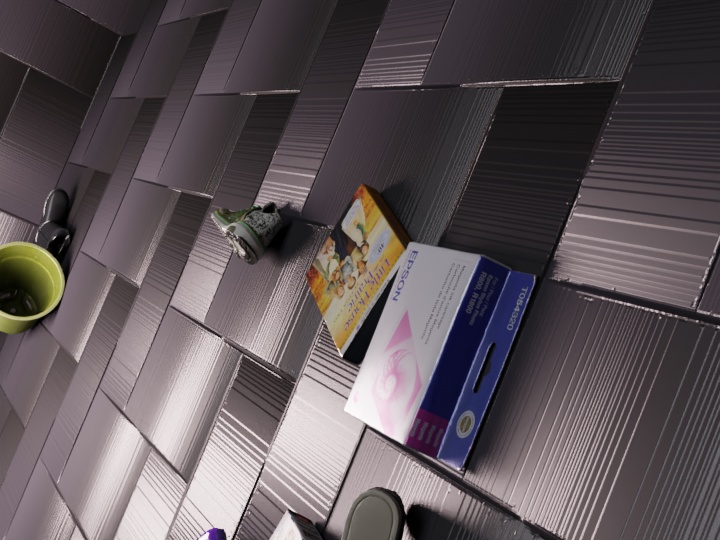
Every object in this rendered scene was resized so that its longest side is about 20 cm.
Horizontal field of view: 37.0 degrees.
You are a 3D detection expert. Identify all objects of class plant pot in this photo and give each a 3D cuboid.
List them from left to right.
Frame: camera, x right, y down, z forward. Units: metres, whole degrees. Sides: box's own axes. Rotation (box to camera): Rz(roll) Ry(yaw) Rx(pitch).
[{"bbox_3d":[-0.833,0.062,2.608,0.190,0.197,0.203,134,149,-56],"label":"plant pot"}]

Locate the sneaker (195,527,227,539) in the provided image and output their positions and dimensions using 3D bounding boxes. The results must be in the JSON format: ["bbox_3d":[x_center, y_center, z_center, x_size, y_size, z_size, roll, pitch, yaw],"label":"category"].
[{"bbox_3d":[-0.238,0.388,1.318,0.201,0.098,0.070,-54,31,24],"label":"sneaker"}]

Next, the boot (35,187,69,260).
[{"bbox_3d":[-0.782,-0.116,2.759,0.200,0.065,0.168,33,106,66],"label":"boot"}]

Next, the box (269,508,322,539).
[{"bbox_3d":[-0.102,0.364,1.129,0.202,0.034,0.110,-59,20,2],"label":"box"}]

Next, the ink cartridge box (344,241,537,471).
[{"bbox_3d":[0.072,0.076,1.071,0.199,0.043,0.199,12,79,64],"label":"ink cartridge box"}]

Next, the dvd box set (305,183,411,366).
[{"bbox_3d":[0.000,0.000,1.276,0.147,0.029,0.201,-57,27,17],"label":"dvd box set"}]

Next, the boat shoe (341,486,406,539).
[{"bbox_3d":[-0.003,0.304,1.029,0.203,0.072,0.063,-70,-16,3],"label":"boat shoe"}]

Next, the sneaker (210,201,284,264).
[{"bbox_3d":[-0.161,-0.067,1.612,0.088,0.078,0.200,-35,23,-10],"label":"sneaker"}]
